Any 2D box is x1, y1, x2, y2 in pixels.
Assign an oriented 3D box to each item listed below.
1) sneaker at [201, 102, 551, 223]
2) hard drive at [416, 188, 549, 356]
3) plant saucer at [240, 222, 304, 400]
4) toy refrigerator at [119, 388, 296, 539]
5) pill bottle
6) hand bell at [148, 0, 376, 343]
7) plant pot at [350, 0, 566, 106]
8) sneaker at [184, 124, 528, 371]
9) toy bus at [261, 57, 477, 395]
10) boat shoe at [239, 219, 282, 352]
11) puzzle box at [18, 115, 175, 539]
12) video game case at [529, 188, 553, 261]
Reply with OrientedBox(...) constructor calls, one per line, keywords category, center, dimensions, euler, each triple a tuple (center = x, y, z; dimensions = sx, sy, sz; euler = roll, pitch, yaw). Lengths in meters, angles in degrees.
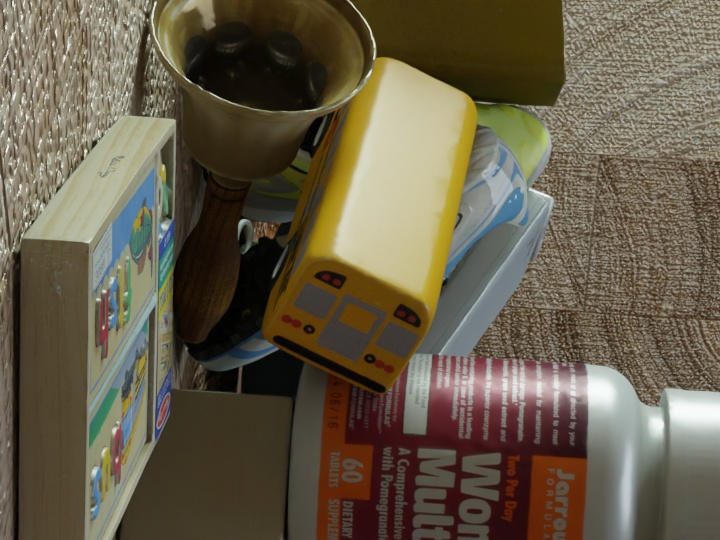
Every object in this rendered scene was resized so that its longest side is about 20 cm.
OrientedBox(category="sneaker", center=(0.018, -0.064, 1.188), dimensions=(0.076, 0.199, 0.076), euler=(130, -50, -59))
OrientedBox(category="hard drive", center=(0.037, 0.055, 1.267), dimensions=(0.200, 0.027, 0.132), euler=(-54, 171, -20))
OrientedBox(category="plant saucer", center=(-0.018, 0.043, 1.369), dimensions=(0.201, 0.038, 0.202), euler=(-38, -134, 54))
OrientedBox(category="toy refrigerator", center=(-0.072, 0.159, 1.008), dimensions=(0.070, 0.075, 0.202), euler=(78, 15, -79))
OrientedBox(category="pill bottle", center=(0.069, 0.096, 1.018), dimensions=(0.110, 0.198, 0.110), euler=(3, 90, -87))
OrientedBox(category="hand bell", center=(-0.063, -0.037, 1.051), dimensions=(0.105, 0.103, 0.201), euler=(-83, -173, -46))
OrientedBox(category="plant pot", center=(0.015, -0.189, 1.179), dimensions=(0.200, 0.175, 0.202), euler=(-8, 95, -87))
OrientedBox(category="sneaker", center=(0.000, 0.000, 1.148), dimensions=(0.073, 0.199, 0.072), euler=(55, 6, -33))
OrientedBox(category="toy bus", center=(0.007, -0.031, 1.022), dimensions=(0.201, 0.065, 0.078), euler=(-75, -168, -51))
OrientedBox(category="boat shoe", center=(-0.048, 0.012, 1.293), dimensions=(0.202, 0.086, 0.075), euler=(11, -90, 64))
OrientedBox(category="puzzle box", center=(-0.098, 0.026, 0.843), dimensions=(0.200, 0.025, 0.134), euler=(-76, 170, -73))
OrientedBox(category="video game case", center=(0.023, -0.058, 1.385), dimensions=(0.182, 0.199, 0.024), euler=(65, 45, -83))
